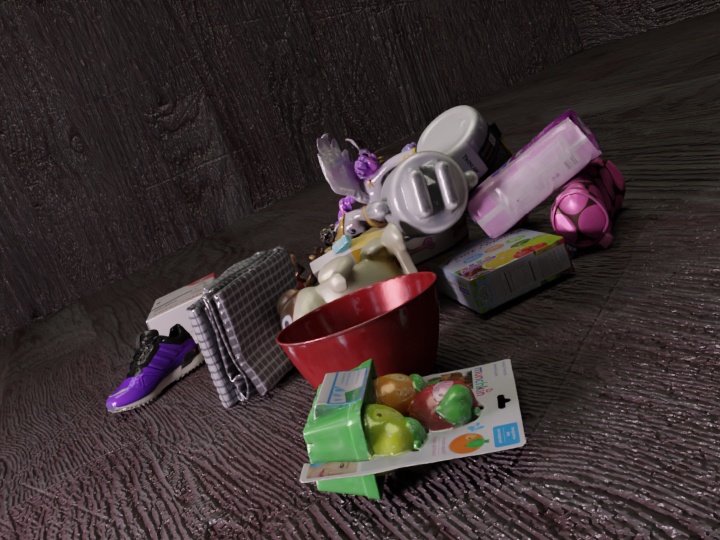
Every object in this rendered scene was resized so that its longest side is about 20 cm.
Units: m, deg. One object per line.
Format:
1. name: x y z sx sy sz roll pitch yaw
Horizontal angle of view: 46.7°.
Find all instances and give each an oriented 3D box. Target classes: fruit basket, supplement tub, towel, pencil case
1. fruit basket: 0.048 0.131 0.780 0.197 0.095 0.186 -18 14 11
2. supplement tub: 0.189 -0.155 1.340 0.121 0.200 0.124 -30 37 25
3. towel: -0.147 0.075 1.198 0.084 0.168 0.200 -9 18 29
4. pencil case: 0.332 -0.096 1.197 0.200 0.093 0.092 -44 -19 -56

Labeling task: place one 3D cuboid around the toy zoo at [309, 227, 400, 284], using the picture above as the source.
1. toy zoo: 0.000 0.000 1.272 0.129 0.021 0.201 -24 -28 0

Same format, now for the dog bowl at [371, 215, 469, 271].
1. dog bowl: 0.102 -0.050 1.454 0.197 0.075 0.200 -23 12 5

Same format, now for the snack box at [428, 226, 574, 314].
1. snack box: 0.188 -0.006 1.158 0.140 0.054 0.200 -23 11 -7

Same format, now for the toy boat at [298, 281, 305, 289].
1. toy boat: -0.183 0.060 1.395 0.197 0.133 0.131 -19 14 22

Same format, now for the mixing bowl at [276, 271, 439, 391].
1. mixing bowl: 0.014 0.089 0.951 0.197 0.110 0.200 -22 8 3

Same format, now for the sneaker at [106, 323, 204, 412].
1. sneaker: -0.357 0.155 1.393 0.069 0.101 0.199 -15 15 42

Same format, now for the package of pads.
1. package of pads: 0.248 -0.139 1.203 0.199 0.076 0.121 -40 5 21

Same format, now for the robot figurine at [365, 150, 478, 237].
1. robot figurine: 0.090 -0.107 1.203 0.166 0.115 0.200 -13 0 -7

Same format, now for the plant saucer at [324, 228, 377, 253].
1. plant saucer: 0.054 -0.063 1.650 0.198 0.049 0.199 -29 14 -25

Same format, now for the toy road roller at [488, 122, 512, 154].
1. toy road roller: 0.204 -0.181 1.598 0.199 0.124 0.146 -30 5 39

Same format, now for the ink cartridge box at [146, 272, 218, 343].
1. ink cartridge box: -0.344 0.086 1.691 0.144 0.084 0.200 -24 12 -4

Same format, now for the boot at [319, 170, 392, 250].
1. boot: 0.003 -0.095 1.545 0.172 0.070 0.200 -28 -14 -4

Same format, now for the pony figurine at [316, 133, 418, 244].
1. pony figurine: 0.021 -0.140 1.389 0.197 0.197 0.166 -13 0 29

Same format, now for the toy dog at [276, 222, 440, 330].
1. toy dog: -0.021 0.041 1.170 0.198 0.141 0.194 -29 9 -15

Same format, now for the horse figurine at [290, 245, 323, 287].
1. horse figurine: -0.139 0.034 1.519 0.198 0.134 0.050 -29 56 -22
